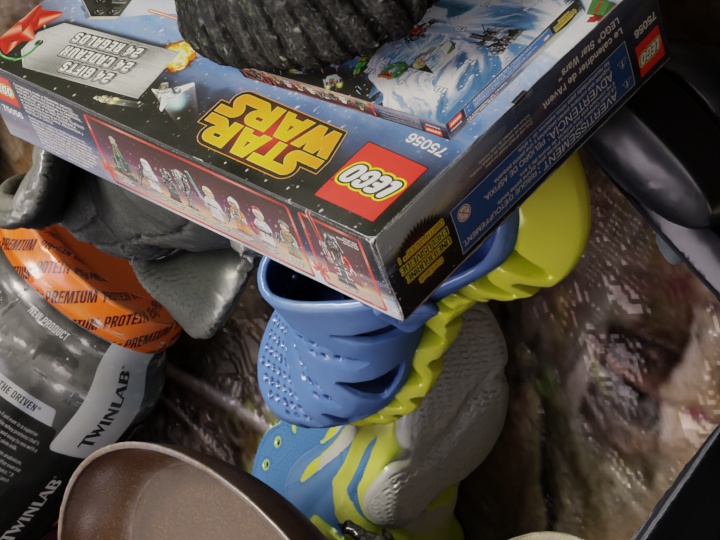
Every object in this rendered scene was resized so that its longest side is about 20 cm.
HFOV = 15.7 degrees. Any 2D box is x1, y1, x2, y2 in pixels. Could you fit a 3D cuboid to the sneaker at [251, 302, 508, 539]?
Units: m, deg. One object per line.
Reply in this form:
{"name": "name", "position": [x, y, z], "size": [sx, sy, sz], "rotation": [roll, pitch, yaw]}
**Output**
{"name": "sneaker", "position": [-0.004, 0.073, 1.076], "size": [0.105, 0.076, 0.200], "rotation": [35, 134, 30]}

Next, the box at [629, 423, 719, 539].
{"name": "box", "position": [0.143, 0.196, 0.920], "size": [0.197, 0.117, 0.200], "rotation": [36, 136, 7]}

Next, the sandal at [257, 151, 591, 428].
{"name": "sandal", "position": [0.000, 0.000, 0.932], "size": [0.200, 0.087, 0.080], "rotation": [-50, 49, 54]}

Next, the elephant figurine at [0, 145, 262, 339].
{"name": "elephant figurine", "position": [-0.080, -0.043, 1.048], "size": [0.142, 0.155, 0.200], "rotation": [55, 134, 7]}

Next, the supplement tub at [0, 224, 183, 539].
{"name": "supplement tub", "position": [-0.170, 0.061, 1.169], "size": [0.123, 0.122, 0.200], "rotation": [48, 111, 18]}

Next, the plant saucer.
{"name": "plant saucer", "position": [-0.044, 0.152, 1.022], "size": [0.200, 0.032, 0.201], "rotation": [31, 135, 37]}

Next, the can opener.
{"name": "can opener", "position": [0.140, -0.002, 0.894], "size": [0.200, 0.079, 0.063], "rotation": [47, 138, 2]}

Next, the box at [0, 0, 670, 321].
{"name": "box", "position": [-0.016, -0.071, 0.874], "size": [0.200, 0.137, 0.040], "rotation": [26, 149, 40]}

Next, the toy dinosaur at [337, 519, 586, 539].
{"name": "toy dinosaur", "position": [0.013, 0.133, 1.027], "size": [0.088, 0.048, 0.200], "rotation": [33, 131, -19]}

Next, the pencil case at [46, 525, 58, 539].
{"name": "pencil case", "position": [-0.165, 0.151, 1.276], "size": [0.200, 0.094, 0.091], "rotation": [14, 129, 44]}

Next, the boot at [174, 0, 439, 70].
{"name": "boot", "position": [-0.072, -0.150, 0.837], "size": [0.211, 0.079, 0.158], "rotation": [34, 162, 51]}
